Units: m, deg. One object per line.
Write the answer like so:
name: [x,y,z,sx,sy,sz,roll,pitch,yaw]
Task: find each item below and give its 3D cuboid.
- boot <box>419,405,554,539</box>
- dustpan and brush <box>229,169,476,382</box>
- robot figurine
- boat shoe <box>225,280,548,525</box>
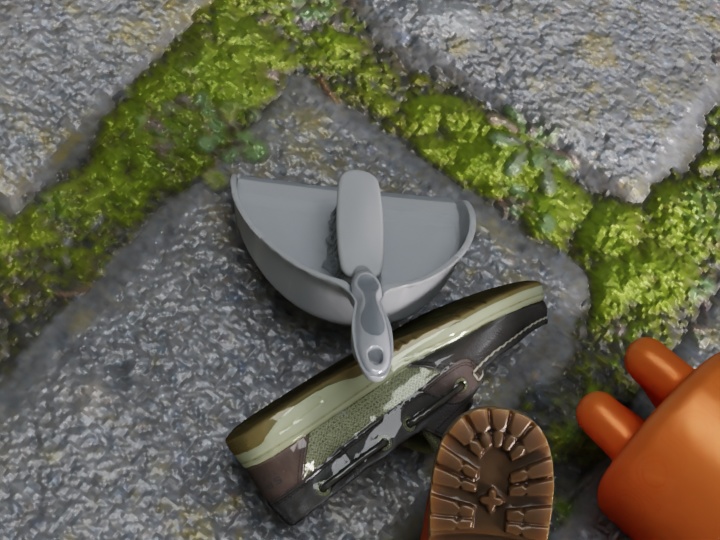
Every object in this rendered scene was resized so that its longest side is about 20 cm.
boot: [0.056,0.166,0.819,0.075,0.107,0.201,12,89,1]
dustpan and brush: [0.000,0.000,0.859,0.139,0.057,0.200,6,42,-8]
robot figurine: [0.203,0.123,0.847,0.200,0.117,0.144,42,54,17]
boat shoe: [0.023,0.068,0.868,0.200,0.072,0.066,-27,94,-28]
